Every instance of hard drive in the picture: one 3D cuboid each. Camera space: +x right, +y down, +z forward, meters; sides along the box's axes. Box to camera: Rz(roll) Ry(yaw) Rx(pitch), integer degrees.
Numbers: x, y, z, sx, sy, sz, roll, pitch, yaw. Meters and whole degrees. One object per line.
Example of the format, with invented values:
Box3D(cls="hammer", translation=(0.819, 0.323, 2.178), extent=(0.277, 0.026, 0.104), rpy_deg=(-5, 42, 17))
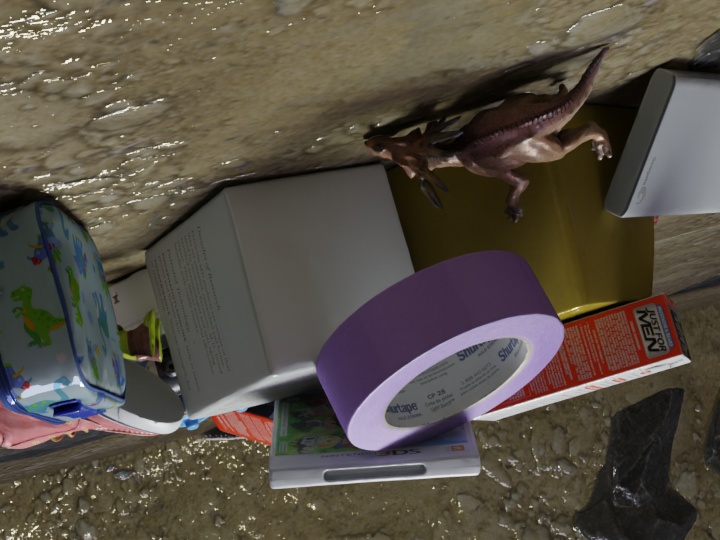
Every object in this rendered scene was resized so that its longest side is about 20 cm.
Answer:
Box3D(cls="hard drive", translation=(0.303, -0.114, 1.342), extent=(0.027, 0.132, 0.200), rpy_deg=(32, -157, 35))

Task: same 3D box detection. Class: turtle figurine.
Box3D(cls="turtle figurine", translation=(-0.272, 0.065, 1.389), extent=(0.160, 0.065, 0.200), rpy_deg=(-1, 156, 1))

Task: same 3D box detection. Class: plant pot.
Box3D(cls="plant pot", translation=(0.158, -0.033, 1.362), extent=(0.200, 0.177, 0.200), rpy_deg=(-22, 168, 37))

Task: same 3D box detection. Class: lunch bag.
Box3D(cls="lunch bag", translation=(-0.243, 0.039, 1.153), extent=(0.082, 0.162, 0.200), rpy_deg=(-16, 171, 0))

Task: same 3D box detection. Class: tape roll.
Box3D(cls="tape roll", translation=(0.066, 0.068, 1.218), extent=(0.199, 0.066, 0.200), rpy_deg=(-23, 154, -12))

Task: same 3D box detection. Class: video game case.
Box3D(cls="video game case", translation=(0.010, 0.145, 1.348), extent=(0.181, 0.022, 0.200), rpy_deg=(-4, -165, 0))

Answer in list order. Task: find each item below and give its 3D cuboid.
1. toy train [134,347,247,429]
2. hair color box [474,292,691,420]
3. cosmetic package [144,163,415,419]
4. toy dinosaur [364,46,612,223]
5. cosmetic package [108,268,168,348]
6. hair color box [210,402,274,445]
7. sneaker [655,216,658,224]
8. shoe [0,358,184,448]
Box3D(cls="toy train", translation=(-0.131, 0.095, 1.486), extent=(0.199, 0.087, 0.114), rpy_deg=(-15, 160, -8))
Box3D(cls="hair color box", translation=(0.198, 0.082, 1.363), extent=(0.199, 0.064, 0.111), rpy_deg=(-17, 169, 14))
Box3D(cls="cosmetic package", translation=(-0.069, 0.022, 1.328), extent=(0.167, 0.167, 0.200), rpy_deg=(-11, 170, -31))
Box3D(cls="toy dinosaur", translation=(0.111, -0.105, 1.170), extent=(0.135, 0.086, 0.200), rpy_deg=(4, 153, -46))
Box3D(cls="cosmetic package", translation=(-0.158, 0.033, 1.531), extent=(0.101, 0.074, 0.200), rpy_deg=(-23, 170, 31))
Box3D(cls="hair color box", translation=(-0.065, 0.137, 1.574), extent=(0.199, 0.061, 0.102), rpy_deg=(11, -128, 38))
Box3D(cls="sneaker", translation=(0.285, -0.062, 1.498), extent=(0.083, 0.081, 0.201), rpy_deg=(-20, 139, -33))
Box3D(cls="shoe", translation=(-0.267, 0.123, 1.349), extent=(0.199, 0.072, 0.091), rpy_deg=(22, 120, -16))
